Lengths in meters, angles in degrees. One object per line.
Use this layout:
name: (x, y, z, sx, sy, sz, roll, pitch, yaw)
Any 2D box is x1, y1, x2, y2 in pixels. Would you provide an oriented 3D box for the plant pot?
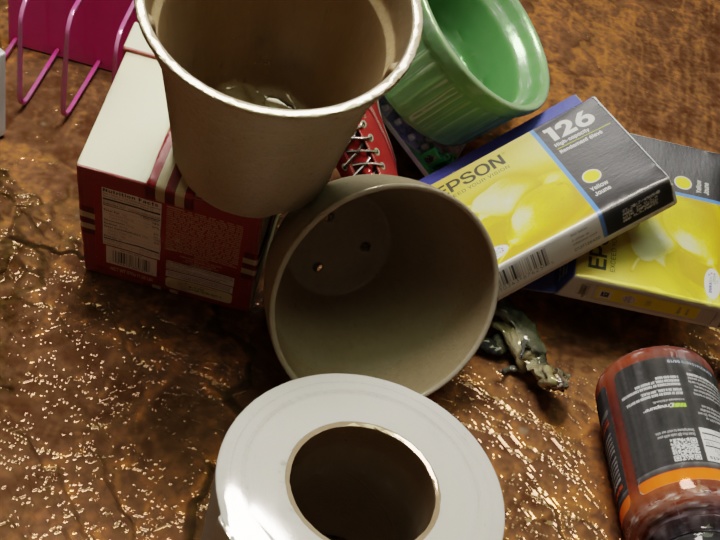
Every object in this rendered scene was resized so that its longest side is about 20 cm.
plant pot: (-0.069, -0.141, 0.903, 0.199, 0.184, 0.202, 5, 60, -8)

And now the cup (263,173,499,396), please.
cup: (0.000, 0.000, 1.039, 0.199, 0.202, 0.143, -2, 22, -19)

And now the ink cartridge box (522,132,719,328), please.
ink cartridge box: (0.251, -0.052, 1.161, 0.199, 0.047, 0.199, 13, 54, -1)

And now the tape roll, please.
tape roll: (-0.012, 0.192, 0.850, 0.201, 0.140, 0.203, 9, 43, -9)

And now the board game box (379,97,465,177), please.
board game box: (0.060, -0.216, 1.291, 0.200, 0.026, 0.200, 51, 37, -15)

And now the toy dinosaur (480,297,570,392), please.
toy dinosaur: (0.126, 0.049, 1.116, 0.088, 0.048, 0.201, 3, 40, -19)

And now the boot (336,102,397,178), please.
boot: (0.000, -0.111, 1.140, 0.072, 0.200, 0.145, -23, 48, 8)

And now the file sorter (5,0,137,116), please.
file sorter: (-0.275, -0.230, 1.212, 0.199, 0.139, 0.126, 15, 45, -1)

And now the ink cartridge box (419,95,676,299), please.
ink cartridge box: (0.159, -0.084, 1.139, 0.197, 0.047, 0.200, -29, 45, -1)

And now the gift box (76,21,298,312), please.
gift box: (-0.152, -0.092, 1.078, 0.183, 0.200, 0.188, 18, 58, -4)

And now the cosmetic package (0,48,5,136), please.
cosmetic package: (-0.430, -0.211, 1.169, 0.200, 0.102, 0.071, 40, 47, 22)

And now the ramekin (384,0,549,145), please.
ramekin: (0.091, -0.224, 1.222, 0.199, 0.097, 0.201, 30, 45, -34)

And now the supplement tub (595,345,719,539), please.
supplement tub: (0.256, 0.166, 0.984, 0.106, 0.107, 0.201, 8, 44, -9)
